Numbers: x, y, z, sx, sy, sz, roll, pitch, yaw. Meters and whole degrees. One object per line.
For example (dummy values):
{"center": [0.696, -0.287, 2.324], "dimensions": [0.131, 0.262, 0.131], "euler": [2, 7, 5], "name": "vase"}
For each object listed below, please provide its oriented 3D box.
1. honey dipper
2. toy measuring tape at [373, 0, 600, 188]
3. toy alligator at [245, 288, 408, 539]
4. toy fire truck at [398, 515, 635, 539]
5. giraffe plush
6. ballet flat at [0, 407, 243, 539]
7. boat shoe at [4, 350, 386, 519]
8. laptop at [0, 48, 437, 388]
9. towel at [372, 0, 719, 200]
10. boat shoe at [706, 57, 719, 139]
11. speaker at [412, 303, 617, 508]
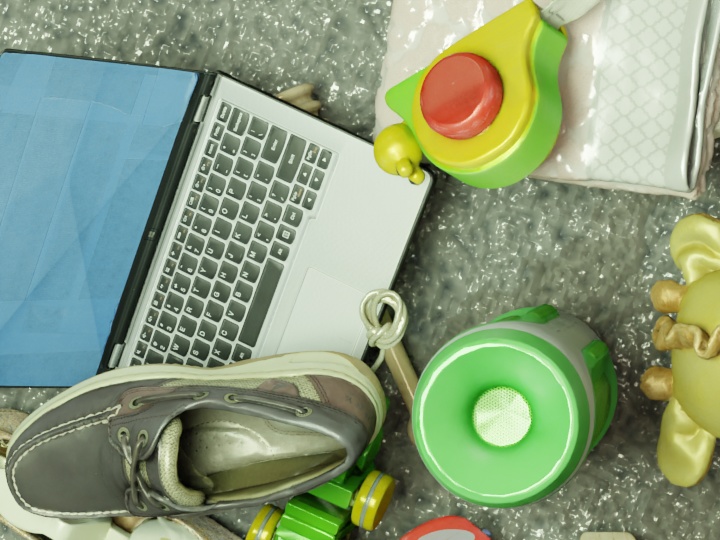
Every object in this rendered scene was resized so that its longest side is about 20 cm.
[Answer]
{"center": [0.000, 0.000, 1.249], "dimensions": [0.038, 0.038, 0.201], "euler": [-25, 89, 10], "name": "honey dipper"}
{"center": [0.092, -0.092, 1.145], "dimensions": [0.200, 0.074, 0.074], "euler": [-30, 86, 21], "name": "toy measuring tape"}
{"center": [-0.009, 0.099, 1.231], "dimensions": [0.059, 0.054, 0.201], "euler": [22, 103, 12], "name": "toy alligator"}
{"center": [0.114, 0.177, 1.209], "dimensions": [0.141, 0.049, 0.200], "euler": [-38, 59, -24], "name": "toy fire truck"}
{"center": [0.223, 0.050, 1.157], "dimensions": [0.162, 0.200, 0.173], "euler": [2, 59, 33], "name": "giraffe plush"}
{"center": [-0.133, 0.141, 1.260], "dimensions": [0.200, 0.067, 0.068], "euler": [28, 98, 8], "name": "ballet flat"}
{"center": [-0.087, 0.087, 1.181], "dimensions": [0.199, 0.065, 0.072], "euler": [-9, 109, 14], "name": "boat shoe"}
{"center": [-0.097, 0.004, 1.203], "dimensions": [0.199, 0.116, 0.188], "euler": [26, 111, 11], "name": "laptop"}
{"center": [0.098, -0.143, 1.198], "dimensions": [0.190, 0.032, 0.201], "euler": [10, 92, 32], "name": "towel"}
{"center": [0.219, -0.107, 1.191], "dimensions": [0.200, 0.093, 0.075], "euler": [-18, 74, 40], "name": "boat shoe"}
{"center": [0.077, 0.063, 1.152], "dimensions": [0.088, 0.200, 0.089], "euler": [0, 92, 10], "name": "speaker"}
